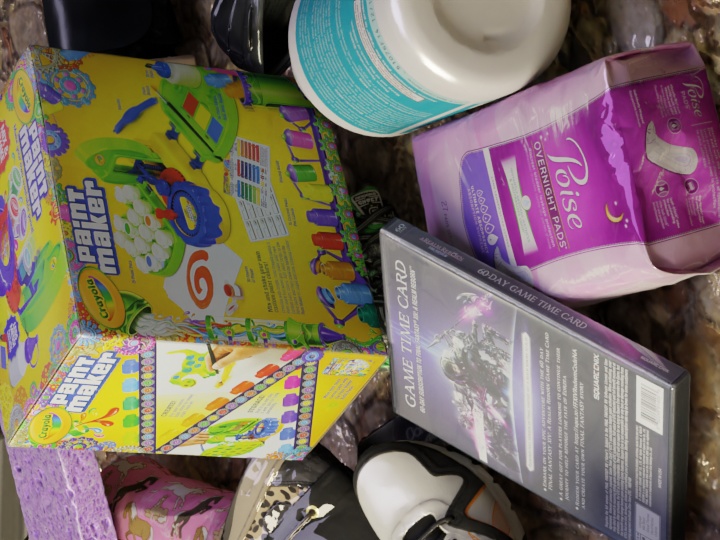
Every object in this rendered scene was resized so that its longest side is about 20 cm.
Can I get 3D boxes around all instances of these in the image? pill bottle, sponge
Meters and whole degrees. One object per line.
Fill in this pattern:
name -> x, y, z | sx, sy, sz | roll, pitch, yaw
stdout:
pill bottle -> 0.028, -0.136, 1.445 | 0.200, 0.110, 0.111 | 165, 95, -66
sponge -> -0.213, 0.125, 1.775 | 0.111, 0.030, 0.201 | 6, 110, 62

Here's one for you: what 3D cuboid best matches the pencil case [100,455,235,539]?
pencil case -> -0.110, 0.179, 1.761 | 0.200, 0.086, 0.083 | 8, 126, 55

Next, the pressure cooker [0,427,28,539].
pressure cooker -> -0.335, 0.124, 2.004 | 0.178, 0.176, 0.201 | 29, 125, 45

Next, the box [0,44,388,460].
box -> -0.112, -0.009, 1.505 | 0.122, 0.192, 0.200 | -51, 42, 45

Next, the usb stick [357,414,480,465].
usb stick -> 0.056, 0.094, 1.543 | 0.200, 0.033, 0.056 | -38, 61, 53

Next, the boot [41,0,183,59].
boot -> -0.201, -0.216, 1.710 | 0.076, 0.200, 0.169 | -10, 87, 38

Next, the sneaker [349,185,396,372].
sneaker -> 0.000, 0.000, 1.563 | 0.200, 0.078, 0.085 | 38, 127, 46

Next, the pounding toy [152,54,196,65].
pounding toy -> -0.142, -0.044, 1.739 | 0.200, 0.142, 0.185 | 170, 91, -67

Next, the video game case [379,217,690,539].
video game case -> 0.093, 0.067, 1.408 | 0.200, 0.019, 0.143 | 30, 142, 32

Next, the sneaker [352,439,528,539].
sneaker -> 0.063, 0.173, 1.473 | 0.200, 0.080, 0.074 | 47, 110, 22

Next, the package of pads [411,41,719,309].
package of pads -> 0.112, -0.040, 1.390 | 0.200, 0.076, 0.121 | -18, 86, 56

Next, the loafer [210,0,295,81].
loafer -> -0.026, -0.205, 1.541 | 0.070, 0.068, 0.201 | 52, 123, 46

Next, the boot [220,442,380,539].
boot -> -0.018, 0.208, 1.601 | 0.150, 0.073, 0.200 | 28, 117, 21
